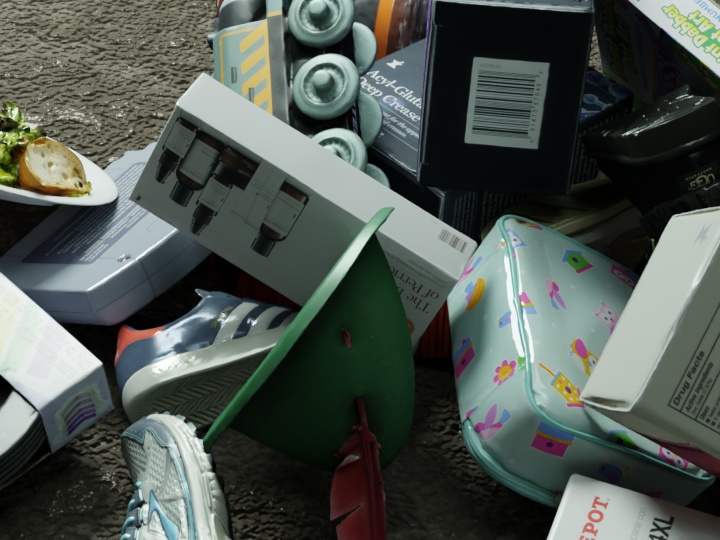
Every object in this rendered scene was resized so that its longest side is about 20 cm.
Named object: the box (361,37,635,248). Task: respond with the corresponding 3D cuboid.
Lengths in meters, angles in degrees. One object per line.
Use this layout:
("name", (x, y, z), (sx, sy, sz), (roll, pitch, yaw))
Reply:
("box", (0.073, -0.083, 1.416), (0.200, 0.107, 0.148), (-28, 49, -35))

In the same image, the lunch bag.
("lunch bag", (0.137, 0.070, 1.227), (0.160, 0.077, 0.200), (26, 36, -25))

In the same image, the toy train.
("toy train", (-0.046, -0.102, 1.306), (0.114, 0.085, 0.201), (-10, 69, 13))

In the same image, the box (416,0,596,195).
("box", (0.096, -0.168, 1.323), (0.104, 0.148, 0.200), (4, 38, 1))

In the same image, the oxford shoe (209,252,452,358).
("oxford shoe", (0.000, 0.000, 1.338), (0.200, 0.071, 0.073), (20, 38, 19))

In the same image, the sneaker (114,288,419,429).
("sneaker", (-0.063, 0.043, 1.275), (0.199, 0.075, 0.085), (-10, 42, -18))

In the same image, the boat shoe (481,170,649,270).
("boat shoe", (0.165, -0.025, 1.366), (0.200, 0.069, 0.075), (-22, 24, -37))

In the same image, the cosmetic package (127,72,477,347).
("cosmetic package", (-0.036, -0.029, 1.213), (0.200, 0.083, 0.051), (31, 37, -1))

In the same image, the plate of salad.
("plate of salad", (-0.255, -0.094, 1.336), (0.200, 0.048, 0.200), (20, 14, -5))

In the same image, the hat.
("hat", (0.023, 0.092, 1.123), (0.176, 0.200, 0.166), (38, 25, 0))

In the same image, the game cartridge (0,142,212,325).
("game cartridge", (-0.156, -0.027, 1.343), (0.133, 0.041, 0.200), (-2, 31, 38))

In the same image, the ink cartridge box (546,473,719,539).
("ink cartridge box", (0.186, 0.212, 1.085), (0.199, 0.084, 0.146), (16, 41, 12))

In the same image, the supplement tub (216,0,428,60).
("supplement tub", (-0.007, -0.214, 1.567), (0.199, 0.107, 0.107), (13, 40, 10))

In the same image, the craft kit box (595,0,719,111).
("craft kit box", (0.245, -0.115, 1.382), (0.048, 0.200, 0.198), (-37, 60, -8))

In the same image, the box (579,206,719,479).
("box", (0.246, 0.067, 1.108), (0.200, 0.109, 0.128), (29, 85, -8))

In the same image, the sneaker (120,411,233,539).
("sneaker", (-0.113, 0.159, 1.129), (0.086, 0.078, 0.200), (-15, 42, -16))

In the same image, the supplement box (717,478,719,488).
("supplement box", (0.276, 0.088, 1.264), (0.108, 0.061, 0.200), (1, 40, -5))

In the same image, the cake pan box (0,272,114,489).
("cake pan box", (-0.278, 0.074, 1.212), (0.184, 0.052, 0.200), (-36, 54, -23))

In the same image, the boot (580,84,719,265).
("boot", (0.208, -0.028, 1.260), (0.079, 0.158, 0.211), (-23, 7, 5))
